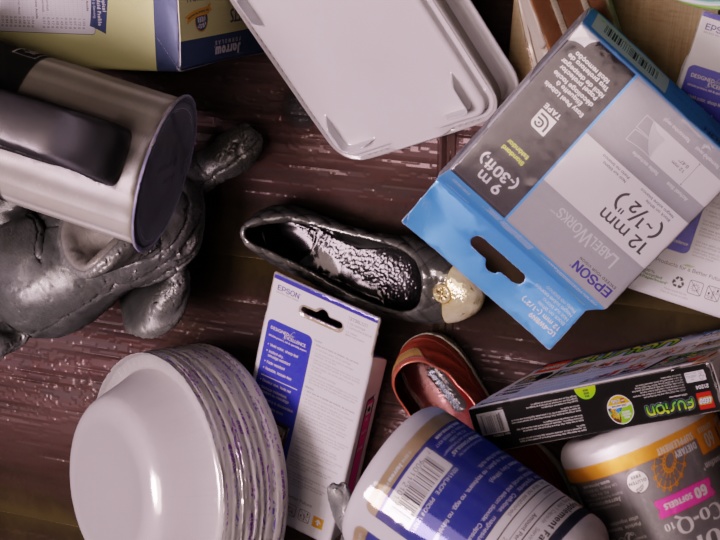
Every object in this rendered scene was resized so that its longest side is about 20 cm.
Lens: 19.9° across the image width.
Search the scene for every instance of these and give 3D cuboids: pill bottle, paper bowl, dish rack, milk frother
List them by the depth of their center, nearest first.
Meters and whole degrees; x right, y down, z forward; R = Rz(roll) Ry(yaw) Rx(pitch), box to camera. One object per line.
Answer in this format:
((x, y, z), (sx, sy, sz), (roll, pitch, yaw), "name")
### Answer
((0.096, 0.191, 1.382), (0.199, 0.116, 0.116), (35, 114, 18), "pill bottle")
((0.226, 0.194, 1.430), (0.116, 0.116, 0.201), (-24, 90, 29), "pill bottle")
((-0.241, -0.050, 1.450), (0.187, 0.180, 0.202), (18, 107, 10), "milk frother")
((0.001, -0.164, 1.452), (0.171, 0.044, 0.200), (-16, 123, 36), "dish rack")
((-0.151, 0.161, 1.580), (0.200, 0.104, 0.203), (10, 102, 53), "paper bowl")

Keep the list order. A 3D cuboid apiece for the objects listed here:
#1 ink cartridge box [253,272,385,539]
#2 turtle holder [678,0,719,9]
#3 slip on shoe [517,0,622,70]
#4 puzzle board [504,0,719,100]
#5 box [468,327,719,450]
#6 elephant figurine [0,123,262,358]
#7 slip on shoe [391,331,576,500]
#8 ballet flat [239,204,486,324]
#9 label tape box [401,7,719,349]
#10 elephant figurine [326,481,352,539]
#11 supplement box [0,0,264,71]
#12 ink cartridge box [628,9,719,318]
((-0.038, 0.103, 1.572), (0.094, 0.037, 0.201), (23, 119, 21), "ink cartridge box")
((0.213, -0.252, 1.322), (0.185, 0.132, 0.141), (41, 104, 17), "turtle holder")
((0.148, -0.144, 1.415), (0.075, 0.061, 0.201), (-20, 111, 2), "slip on shoe")
((0.176, -0.147, 1.440), (0.150, 0.017, 0.202), (10, 106, 23), "puzzle board")
((0.185, 0.079, 1.411), (0.199, 0.110, 0.035), (-15, 96, 39), "box")
((-0.182, -0.021, 1.568), (0.198, 0.141, 0.157), (-3, 97, 29), "elephant figurine")
((0.090, 0.135, 1.518), (0.074, 0.061, 0.201), (-40, 84, 26), "slip on shoe")
((0.000, 0.000, 1.536), (0.199, 0.057, 0.067), (16, 107, 23), "ballet flat")
((0.138, -0.052, 1.374), (0.143, 0.066, 0.200), (41, 108, -3), "label tape box")
((0.091, 0.233, 1.489), (0.199, 0.155, 0.143), (8, 95, 38), "elephant figurine")
((-0.186, -0.256, 1.532), (0.198, 0.134, 0.202), (5, 104, 26), "supplement box")
((0.246, -0.071, 1.397), (0.094, 0.037, 0.201), (18, 111, 5), "ink cartridge box")
